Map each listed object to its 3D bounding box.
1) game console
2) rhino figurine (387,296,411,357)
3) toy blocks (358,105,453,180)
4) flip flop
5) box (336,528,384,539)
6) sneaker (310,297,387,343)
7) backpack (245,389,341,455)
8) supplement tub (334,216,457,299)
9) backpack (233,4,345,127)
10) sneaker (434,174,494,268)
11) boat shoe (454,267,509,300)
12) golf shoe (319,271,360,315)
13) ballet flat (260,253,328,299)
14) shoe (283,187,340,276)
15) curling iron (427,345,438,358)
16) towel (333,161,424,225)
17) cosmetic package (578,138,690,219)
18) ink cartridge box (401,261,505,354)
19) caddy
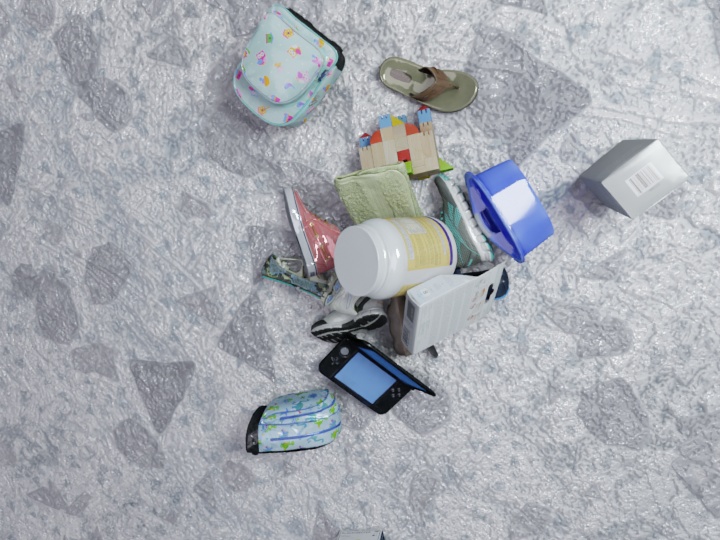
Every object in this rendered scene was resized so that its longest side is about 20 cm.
[{"bbox_3d":[0.029,0.234,1.088,0.200,0.117,0.176,39,109,-13],"label":"game console"},{"bbox_3d":[0.087,0.088,1.080,0.059,0.087,0.202,-8,101,14],"label":"rhino figurine"},{"bbox_3d":[0.073,-0.249,1.016,0.198,0.100,0.138,-11,88,14],"label":"toy blocks"},{"bbox_3d":[0.128,-0.363,0.986,0.199,0.058,0.082,22,106,8],"label":"flip flop"},{"bbox_3d":[0.013,0.744,1.257,0.116,0.060,0.202,-7,100,14],"label":"box"},{"bbox_3d":[-0.025,0.102,1.129,0.199,0.080,0.074,-21,140,28],"label":"sneaker"},{"bbox_3d":[-0.141,0.344,1.160,0.198,0.163,0.155,8,89,5],"label":"backpack"},{"bbox_3d":[0.066,-0.025,0.942,0.145,0.199,0.147,9,102,49],"label":"supplement tub"},{"bbox_3d":[-0.149,-0.385,1.001,0.175,0.153,0.200,38,114,-3],"label":"backpack"},{"bbox_3d":[0.184,-0.094,1.014,0.091,0.078,0.201,-28,81,19],"label":"sneaker"},{"bbox_3d":[0.201,0.020,1.048,0.198,0.084,0.069,-7,120,1],"label":"boat shoe"},{"bbox_3d":[0.000,0.000,1.042,0.097,0.078,0.201,28,108,-7],"label":"golf shoe"},{"bbox_3d":[-0.125,0.015,1.123,0.199,0.074,0.075,20,106,9],"label":"ballet flat"},{"bbox_3d":[-0.099,-0.092,1.099,0.090,0.071,0.201,-17,80,-13],"label":"shoe"},{"bbox_3d":[0.135,0.122,1.057,0.049,0.026,0.201,-30,130,-7],"label":"curling iron"},{"bbox_3d":[0.041,-0.130,1.009,0.147,0.037,0.200,-10,145,16],"label":"towel"},{"bbox_3d":[0.461,-0.162,0.880,0.107,0.200,0.090,-41,89,20],"label":"cosmetic package"},{"bbox_3d":[0.173,0.062,0.975,0.047,0.199,0.161,50,155,34],"label":"ink cartridge box"},{"bbox_3d":[0.268,-0.110,0.960,0.105,0.141,0.201,-32,93,5],"label":"caddy"}]
